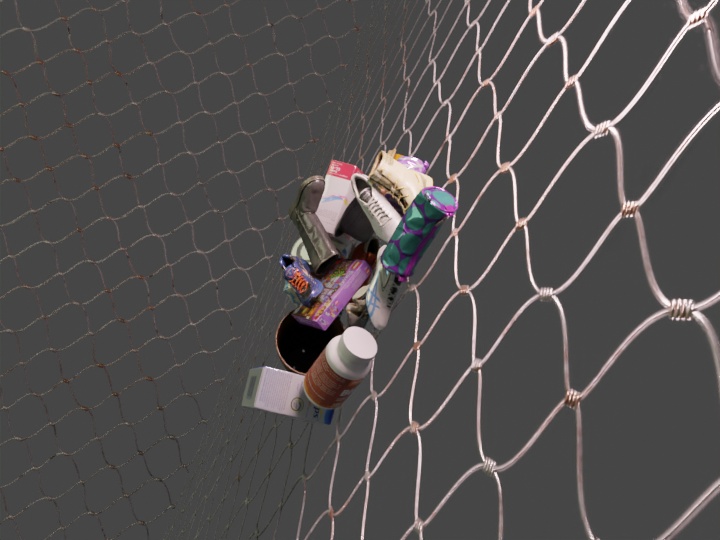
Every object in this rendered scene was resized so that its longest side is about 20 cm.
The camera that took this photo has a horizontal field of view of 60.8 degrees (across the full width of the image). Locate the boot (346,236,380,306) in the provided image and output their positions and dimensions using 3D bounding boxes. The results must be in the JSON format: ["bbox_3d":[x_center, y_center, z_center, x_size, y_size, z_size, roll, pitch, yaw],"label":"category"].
[{"bbox_3d":[0.000,0.000,1.631,0.107,0.075,0.201,-37,32,52],"label":"boot"}]

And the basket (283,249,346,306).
[{"bbox_3d":[-0.135,0.016,1.947,0.199,0.139,0.177,-27,32,26],"label":"basket"}]

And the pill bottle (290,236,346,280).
[{"bbox_3d":[-0.103,-0.020,1.739,0.111,0.200,0.113,-9,69,23],"label":"pill bottle"}]

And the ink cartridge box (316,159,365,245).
[{"bbox_3d":[-0.056,-0.187,1.719,0.201,0.085,0.148,-69,-20,-4],"label":"ink cartridge box"}]

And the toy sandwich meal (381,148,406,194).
[{"bbox_3d":[0.075,-0.245,1.730,0.205,0.070,0.206,-156,90,-86],"label":"toy sandwich meal"}]

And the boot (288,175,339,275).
[{"bbox_3d":[-0.109,-0.116,1.581,0.182,0.072,0.201,-58,45,44],"label":"boot"}]

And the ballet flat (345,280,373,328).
[{"bbox_3d":[0.003,0.088,1.500,0.201,0.072,0.072,-54,20,40],"label":"ballet flat"}]

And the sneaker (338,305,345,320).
[{"bbox_3d":[-0.073,0.110,1.745,0.200,0.071,0.080,-52,41,30],"label":"sneaker"}]

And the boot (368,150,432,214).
[{"bbox_3d":[0.088,-0.175,1.403,0.073,0.155,0.201,-40,30,45],"label":"boot"}]

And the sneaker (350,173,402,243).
[{"bbox_3d":[0.040,-0.140,1.432,0.076,0.200,0.080,-38,-17,7],"label":"sneaker"}]

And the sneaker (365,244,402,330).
[{"bbox_3d":[0.062,0.036,1.389,0.072,0.072,0.202,0,74,39],"label":"sneaker"}]

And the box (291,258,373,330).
[{"bbox_3d":[-0.072,0.055,1.544,0.200,0.039,0.137,-51,28,-19],"label":"box"}]

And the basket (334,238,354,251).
[{"bbox_3d":[-0.080,-0.160,1.878,0.200,0.176,0.139,-52,43,-2],"label":"basket"}]

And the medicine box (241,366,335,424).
[{"bbox_3d":[-0.181,0.317,1.551,0.182,0.199,0.104,153,132,-67],"label":"medicine box"}]

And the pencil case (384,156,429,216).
[{"bbox_3d":[0.103,-0.183,1.518,0.085,0.084,0.201,5,71,33],"label":"pencil case"}]

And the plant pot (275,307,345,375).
[{"bbox_3d":[-0.142,0.219,1.653,0.200,0.186,0.188,113,172,-62],"label":"plant pot"}]

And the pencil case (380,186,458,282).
[{"bbox_3d":[0.121,-0.079,1.299,0.201,0.085,0.093,-59,41,31],"label":"pencil case"}]

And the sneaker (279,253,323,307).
[{"bbox_3d":[-0.158,0.024,1.548,0.075,0.078,0.200,-52,37,8],"label":"sneaker"}]

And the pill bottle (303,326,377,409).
[{"bbox_3d":[-0.044,0.220,1.395,0.200,0.112,0.113,-55,20,39],"label":"pill bottle"}]

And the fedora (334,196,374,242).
[{"bbox_3d":[0.016,-0.140,1.592,0.177,0.090,0.200,-50,-2,-27],"label":"fedora"}]
